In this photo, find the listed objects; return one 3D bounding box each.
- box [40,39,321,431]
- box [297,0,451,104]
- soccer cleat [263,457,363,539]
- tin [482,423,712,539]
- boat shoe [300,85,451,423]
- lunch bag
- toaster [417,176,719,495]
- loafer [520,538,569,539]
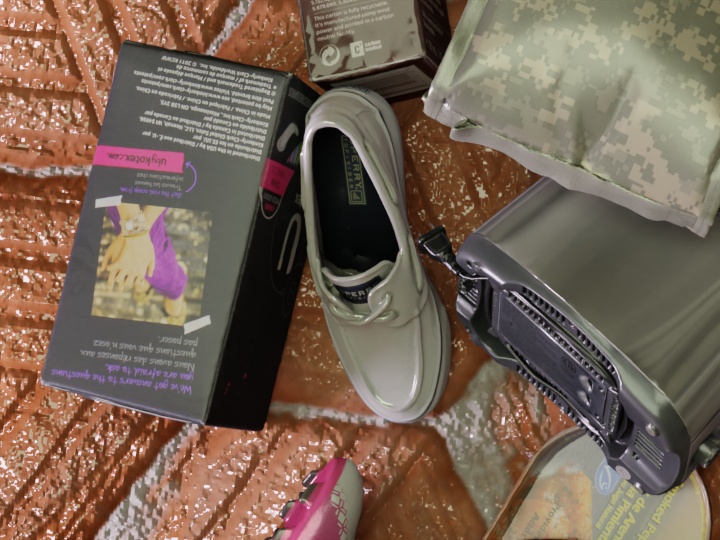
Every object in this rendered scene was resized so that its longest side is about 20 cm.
[{"bbox_3d":[-0.094,-0.017,1.280,0.105,0.122,0.201,13,88,15],"label":"box"},{"bbox_3d":[0.001,-0.203,1.288,0.075,0.100,0.201,-12,82,13],"label":"box"},{"bbox_3d":[-0.033,0.207,1.277,0.086,0.070,0.201,28,92,-3],"label":"soccer cleat"},{"bbox_3d":[0.119,0.178,1.248,0.112,0.042,0.201,33,93,19],"label":"tin"},{"bbox_3d":[0.000,0.000,1.249,0.073,0.065,0.201,-10,108,19],"label":"boat shoe"},{"bbox_3d":[0.140,-0.128,1.162,0.163,0.118,0.201,24,73,5],"label":"lunch bag"},{"bbox_3d":[0.142,0.013,1.208,0.129,0.114,0.200,-40,67,-18],"label":"toaster"},{"bbox_3d":[0.036,0.199,1.202,0.199,0.072,0.073,-24,84,-1],"label":"loafer"}]
